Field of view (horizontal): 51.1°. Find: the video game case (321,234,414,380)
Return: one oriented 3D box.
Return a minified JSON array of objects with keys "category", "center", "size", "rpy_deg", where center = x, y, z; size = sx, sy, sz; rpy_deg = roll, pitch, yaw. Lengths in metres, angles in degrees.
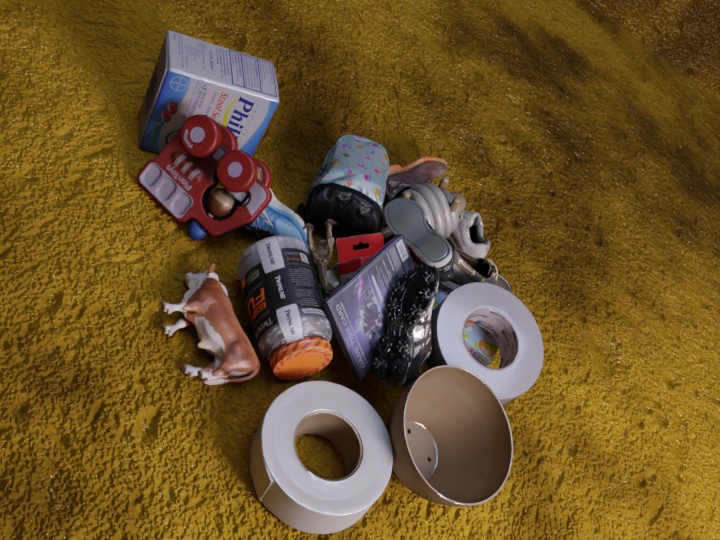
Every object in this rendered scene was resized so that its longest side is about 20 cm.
[{"category":"video game case","center":[0.030,0.056,1.205],"size":[0.200,0.019,0.145],"rpy_deg":[-41,118,-36]}]

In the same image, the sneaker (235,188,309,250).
[{"category":"sneaker","center":[-0.165,-0.077,1.309],"size":[0.200,0.079,0.090],"rpy_deg":[44,61,10]}]

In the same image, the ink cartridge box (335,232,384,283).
[{"category":"ink cartridge box","center":[0.033,0.035,1.284],"size":[0.115,0.067,0.204],"rpy_deg":[-10,88,-40]}]

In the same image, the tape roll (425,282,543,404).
[{"category":"tape roll","center":[0.205,0.125,1.261],"size":[0.196,0.066,0.204],"rpy_deg":[9,62,-16]}]

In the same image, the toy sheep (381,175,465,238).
[{"category":"toy sheep","center":[0.121,-0.107,1.474],"size":[0.197,0.139,0.140],"rpy_deg":[-18,64,-20]}]

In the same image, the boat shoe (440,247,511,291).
[{"category":"boat shoe","center":[0.218,0.010,1.384],"size":[0.199,0.060,0.073],"rpy_deg":[18,35,-39]}]

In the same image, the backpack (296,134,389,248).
[{"category":"backpack","center":[-0.015,-0.158,1.428],"size":[0.164,0.127,0.202],"rpy_deg":[24,41,-11]}]

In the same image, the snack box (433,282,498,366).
[{"category":"snack box","center":[0.188,0.084,1.394],"size":[0.168,0.068,0.200],"rpy_deg":[42,35,2]}]

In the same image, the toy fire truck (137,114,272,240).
[{"category":"toy fire truck","center":[-0.249,-0.144,1.237],"size":[0.200,0.168,0.112],"rpy_deg":[43,6,6]}]

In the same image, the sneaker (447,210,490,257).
[{"category":"sneaker","center":[0.205,-0.102,1.555],"size":[0.077,0.100,0.202],"rpy_deg":[-18,67,-43]}]

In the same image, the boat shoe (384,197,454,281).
[{"category":"boat shoe","center":[0.102,-0.054,1.334],"size":[0.075,0.061,0.201],"rpy_deg":[-26,45,-3]}]

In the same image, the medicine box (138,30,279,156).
[{"category":"medicine box","center":[-0.267,-0.288,1.315],"size":[0.197,0.183,0.104],"rpy_deg":[10,49,-27]}]

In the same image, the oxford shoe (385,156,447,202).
[{"category":"oxford shoe","center":[0.114,-0.186,1.589],"size":[0.197,0.072,0.074],"rpy_deg":[-19,69,-32]}]

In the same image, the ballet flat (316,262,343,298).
[{"category":"ballet flat","center":[0.000,0.000,1.353],"size":[0.198,0.068,0.062],"rpy_deg":[-18,56,-43]}]

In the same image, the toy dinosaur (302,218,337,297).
[{"category":"toy dinosaur","center":[-0.069,-0.031,1.256],"size":[0.057,0.103,0.201],"rpy_deg":[0,30,-7]}]

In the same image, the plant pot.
[{"category":"plant pot","center":[0.114,0.263,1.147],"size":[0.197,0.134,0.204],"rpy_deg":[15,59,-26]}]

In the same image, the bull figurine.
[{"category":"bull figurine","center":[-0.227,0.081,1.123],"size":[0.120,0.065,0.201],"rpy_deg":[-20,66,-39]}]

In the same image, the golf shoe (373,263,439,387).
[{"category":"golf shoe","center":[0.081,0.090,1.206],"size":[0.094,0.077,0.203],"rpy_deg":[45,64,-52]}]

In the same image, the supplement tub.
[{"category":"supplement tub","center":[-0.115,0.058,1.177],"size":[0.121,0.123,0.203],"rpy_deg":[2,53,-33]}]

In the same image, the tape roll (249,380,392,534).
[{"category":"tape roll","center":[-0.056,0.262,1.070],"size":[0.199,0.071,0.205],"rpy_deg":[14,49,-16]}]
